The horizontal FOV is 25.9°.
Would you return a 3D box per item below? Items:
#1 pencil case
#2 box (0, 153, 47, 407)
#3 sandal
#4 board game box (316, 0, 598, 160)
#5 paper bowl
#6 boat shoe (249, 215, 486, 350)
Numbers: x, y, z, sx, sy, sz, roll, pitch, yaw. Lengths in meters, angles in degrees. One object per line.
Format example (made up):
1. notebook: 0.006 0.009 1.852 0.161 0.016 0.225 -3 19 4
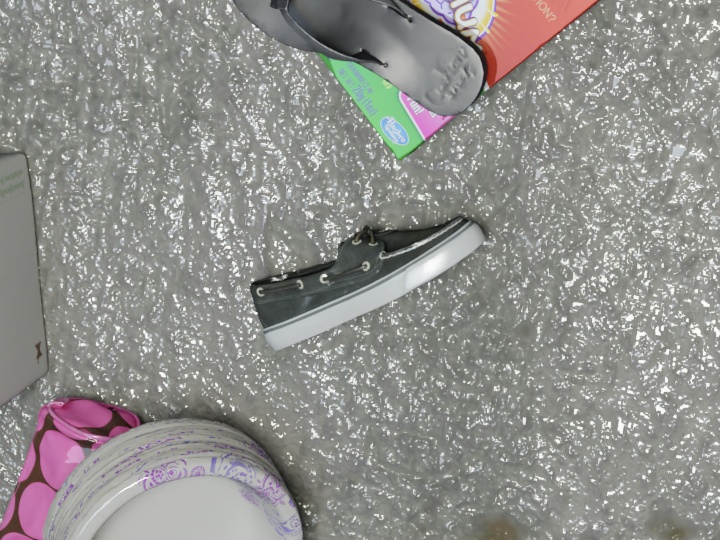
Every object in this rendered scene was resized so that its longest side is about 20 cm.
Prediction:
1. pencil case: -0.255 0.198 1.312 0.093 0.091 0.202 28 108 12
2. box: -0.371 0.020 1.236 0.169 0.199 0.203 2 105 15
3. sandal: -0.002 -0.177 1.114 0.198 0.043 0.077 25 110 9
4. board game box: 0.061 -0.201 1.134 0.199 0.040 0.153 -38 92 22
5. paper bowl: -0.153 0.209 1.245 0.198 0.104 0.203 -11 120 -20
6. boat shoe: 0.000 0.000 1.193 0.199 0.069 0.057 -26 96 23
